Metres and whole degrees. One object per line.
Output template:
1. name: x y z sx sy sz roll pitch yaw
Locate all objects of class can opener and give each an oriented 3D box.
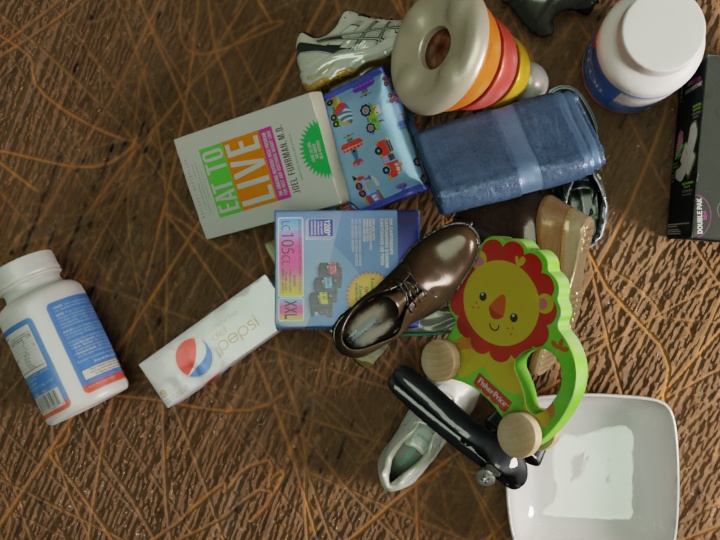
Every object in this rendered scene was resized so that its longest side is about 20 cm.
1. can opener: 0.115 0.180 1.042 0.199 0.079 0.064 32 139 9

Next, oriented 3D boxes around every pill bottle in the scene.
1. pill bottle: 0.312 -0.243 0.994 0.111 0.200 0.113 0 90 6
2. pill bottle: -0.381 0.081 1.129 0.112 0.112 0.201 -26 88 6

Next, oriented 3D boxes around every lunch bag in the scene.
1. lunch bag: -0.027 -0.137 1.105 0.198 0.094 0.152 -20 91 15

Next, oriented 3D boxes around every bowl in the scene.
1. bowl: 0.271 0.243 1.078 0.198 0.075 0.202 -1 91 5

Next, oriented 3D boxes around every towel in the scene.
1. towel: 0.167 -0.132 1.020 0.198 0.049 0.112 -15 64 -3

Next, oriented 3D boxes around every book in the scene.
1. book: -0.119 -0.124 1.099 0.198 0.048 0.135 -14 95 27

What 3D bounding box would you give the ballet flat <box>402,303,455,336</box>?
1. ballet flat: 0.136 0.049 1.091 0.198 0.067 0.064 2 99 8

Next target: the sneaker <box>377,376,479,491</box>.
1. sneaker: 0.087 0.187 1.095 0.070 0.080 0.201 31 93 7

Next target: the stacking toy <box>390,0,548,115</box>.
1. stacking toy: 0.146 -0.231 1.043 0.146 0.199 0.148 -15 70 47

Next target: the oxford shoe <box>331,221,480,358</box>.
1. oxford shoe: 0.055 0.025 0.964 0.200 0.084 0.073 -44 90 -2

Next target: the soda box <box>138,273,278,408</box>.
1. soda box: -0.174 0.087 1.130 0.199 0.064 0.068 -35 87 6

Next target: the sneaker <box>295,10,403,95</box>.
1. sneaker: 0.014 -0.286 1.098 0.198 0.076 0.088 -20 80 1

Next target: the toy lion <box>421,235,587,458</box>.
1. toy lion: 0.167 0.070 0.980 0.200 0.068 0.193 43 116 31

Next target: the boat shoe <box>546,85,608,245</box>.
1. boat shoe: 0.257 -0.125 1.064 0.070 0.091 0.202 -9 90 6

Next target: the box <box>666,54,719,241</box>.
1. box: 0.443 -0.131 1.028 0.147 0.124 0.202 4 93 6

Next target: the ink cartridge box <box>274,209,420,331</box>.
1. ink cartridge box: 0.000 0.000 1.044 0.198 0.076 0.138 -1 86 -4

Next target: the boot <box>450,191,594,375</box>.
1. boot: 0.173 0.004 1.046 0.165 0.072 0.202 20 103 33

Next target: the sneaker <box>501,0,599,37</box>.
1. sneaker: 0.268 -0.360 1.077 0.199 0.076 0.091 -37 97 12

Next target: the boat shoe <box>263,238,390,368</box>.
1. boat shoe: -0.037 0.028 1.114 0.066 0.074 0.200 -42 93 -2
